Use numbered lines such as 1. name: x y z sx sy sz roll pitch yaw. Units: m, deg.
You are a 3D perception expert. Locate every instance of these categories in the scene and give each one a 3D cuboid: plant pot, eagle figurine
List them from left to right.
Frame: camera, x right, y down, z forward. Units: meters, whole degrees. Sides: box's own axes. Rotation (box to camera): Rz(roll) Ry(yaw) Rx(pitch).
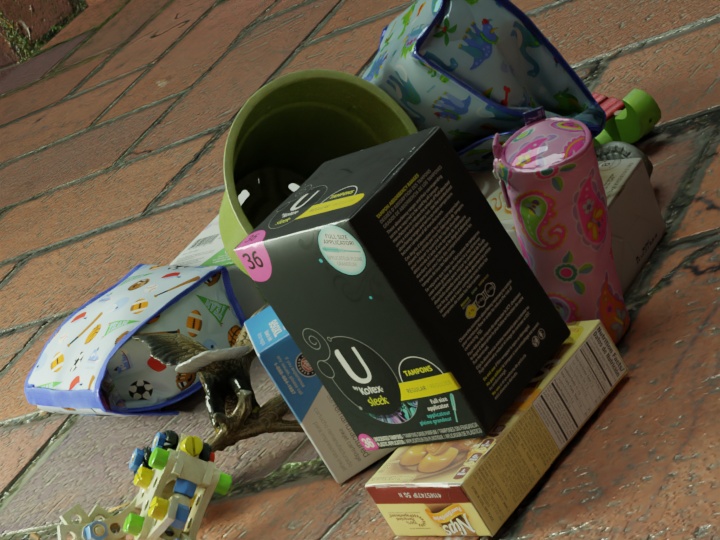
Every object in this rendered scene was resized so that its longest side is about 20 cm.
1. eagle figurine: -0.125 0.089 1.744 0.151 0.151 0.201 -54 32 29
2. plant pot: -0.055 -0.067 1.779 0.200 0.200 0.190 -39 1 -22

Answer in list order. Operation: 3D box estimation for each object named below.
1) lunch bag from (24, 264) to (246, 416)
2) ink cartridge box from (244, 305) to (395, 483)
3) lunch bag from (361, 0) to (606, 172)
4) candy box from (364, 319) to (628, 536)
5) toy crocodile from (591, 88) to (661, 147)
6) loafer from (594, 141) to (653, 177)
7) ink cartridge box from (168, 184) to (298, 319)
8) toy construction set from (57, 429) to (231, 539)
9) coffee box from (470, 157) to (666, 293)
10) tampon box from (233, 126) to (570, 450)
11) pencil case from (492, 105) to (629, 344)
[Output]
1. lunch bag: -0.236 0.088 1.940 0.200 0.125 0.169 -35 19 -34
2. ink cartridge box: 0.024 0.061 1.584 0.199 0.145 0.084 -32 21 -1
3. lunch bag: 0.114 -0.166 1.763 0.128 0.199 0.170 -64 16 -19
4. candy box: 0.107 0.122 1.449 0.115 0.056 0.200 -9 30 50
5. toy crocodile: 0.240 -0.156 1.908 0.067 0.062 0.200 -36 20 -13
6. loafer: 0.197 -0.069 1.779 0.199 0.076 0.069 -16 -6 37
7. ink cartridge box: -0.109 -0.025 2.075 0.144 0.084 0.200 -12 28 43
8. toy construction set: -0.183 0.210 1.630 0.199 0.092 0.132 -20 49 49
9. coffee box: 0.157 -0.032 1.672 0.199 0.080 0.114 -4 32 37
10. tampon box: 0.032 0.017 1.430 0.149 0.201 0.126 -14 25 50
11. pencil case: 0.163 -0.026 1.508 0.087 0.201 0.088 -12 31 8
